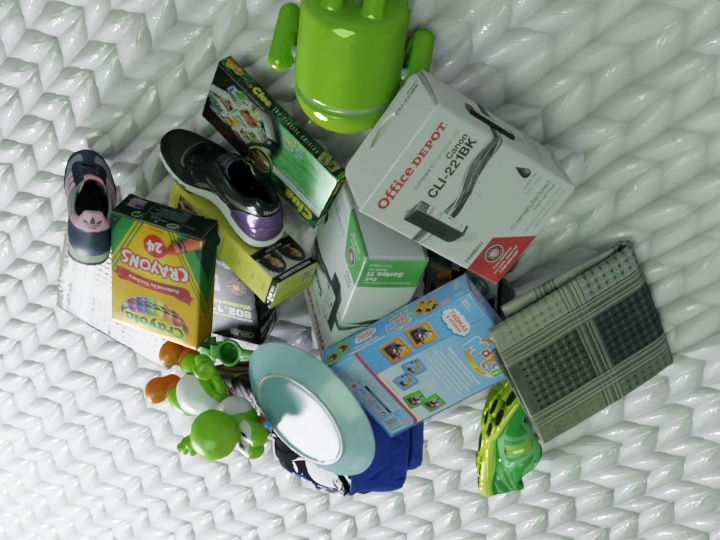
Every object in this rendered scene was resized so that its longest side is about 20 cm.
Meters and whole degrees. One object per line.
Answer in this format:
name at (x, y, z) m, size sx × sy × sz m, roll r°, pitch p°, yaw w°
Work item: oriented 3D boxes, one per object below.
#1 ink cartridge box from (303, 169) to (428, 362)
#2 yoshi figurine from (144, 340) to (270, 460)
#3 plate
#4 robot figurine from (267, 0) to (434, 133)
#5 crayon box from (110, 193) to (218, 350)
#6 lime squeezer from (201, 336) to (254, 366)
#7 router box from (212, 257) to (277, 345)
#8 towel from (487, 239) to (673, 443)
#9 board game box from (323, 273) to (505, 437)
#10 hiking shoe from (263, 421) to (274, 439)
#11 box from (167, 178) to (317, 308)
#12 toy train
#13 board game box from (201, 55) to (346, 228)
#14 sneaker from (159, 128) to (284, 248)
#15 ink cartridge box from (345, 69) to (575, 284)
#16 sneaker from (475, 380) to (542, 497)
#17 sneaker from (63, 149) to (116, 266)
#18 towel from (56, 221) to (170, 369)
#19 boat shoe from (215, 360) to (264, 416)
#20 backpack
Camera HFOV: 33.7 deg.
ink cartridge box at (0.000, 0.000, 1.427) m, size 0.082 × 0.148 × 0.201 m, roll 0°, pitch 138°, yaw -20°
yoshi figurine at (-0.202, 0.172, 1.498) m, size 0.199 × 0.112 × 0.113 m, roll 34°, pitch 156°, yaw 37°
plate at (-0.067, 0.176, 1.447) m, size 0.199 × 0.026 × 0.202 m, roll 27°, pitch 138°, yaw 27°
robot figurine at (-0.011, -0.233, 1.263) m, size 0.173 × 0.116 × 0.202 m, roll 10°, pitch 133°, yaw 2°
crayon box at (-0.246, 0.016, 1.486) m, size 0.125 × 0.051 × 0.202 m, roll 16°, pitch 127°, yaw 13°
lime squeezer at (-0.174, 0.113, 1.622) m, size 0.070 × 0.038 × 0.199 m, roll 19°, pitch 170°, yaw -33°
router box at (-0.216, 0.008, 1.609) m, size 0.198 × 0.062 × 0.151 m, roll 13°, pitch 134°, yaw 16°
towel at (0.257, 0.085, 1.395) m, size 0.199 × 0.035 × 0.194 m, roll -31°, pitch 121°, yaw -3°
board game box at (0.079, 0.105, 1.410) m, size 0.199 × 0.037 × 0.151 m, roll -28°, pitch 127°, yaw 18°
hiking shoe at (-0.109, 0.212, 1.735) m, size 0.086 × 0.075 × 0.200 m, roll -21°, pitch 127°, yaw 29°
box at (-0.147, -0.045, 1.473) m, size 0.200 × 0.075 × 0.050 m, roll 44°, pitch 138°, yaw 21°
toy train at (0.126, 0.031, 1.452) m, size 0.113 × 0.085 × 0.202 m, roll 19°, pitch 134°, yaw 24°
board game box at (-0.104, -0.150, 1.398) m, size 0.200 × 0.023 × 0.105 m, roll 46°, pitch 143°, yaw 8°
sneaker at (-0.163, -0.122, 1.431) m, size 0.199 × 0.076 × 0.088 m, roll 40°, pitch 152°, yaw 18°
ink cartridge box at (0.104, -0.097, 1.271) m, size 0.199 × 0.084 × 0.145 m, roll 27°, pitch 114°, yaw -27°
sneaker at (0.204, 0.221, 1.592) m, size 0.082 × 0.075 × 0.202 m, roll 1°, pitch 130°, yaw -7°
sneaker at (-0.336, -0.101, 1.499) m, size 0.069 × 0.201 × 0.083 m, roll 1°, pitch 134°, yaw -20°
towel at (-0.317, 0.027, 1.605) m, size 0.191 × 0.035 × 0.201 m, roll 29°, pitch 137°, yaw 5°
boat shoe at (-0.156, 0.159, 1.621) m, size 0.199 × 0.073 × 0.077 m, roll 3°, pitch 113°, yaw 55°
backpack at (-0.020, 0.215, 1.605) m, size 0.166 × 0.165 × 0.199 m, roll 8°, pitch 176°, yaw -39°
